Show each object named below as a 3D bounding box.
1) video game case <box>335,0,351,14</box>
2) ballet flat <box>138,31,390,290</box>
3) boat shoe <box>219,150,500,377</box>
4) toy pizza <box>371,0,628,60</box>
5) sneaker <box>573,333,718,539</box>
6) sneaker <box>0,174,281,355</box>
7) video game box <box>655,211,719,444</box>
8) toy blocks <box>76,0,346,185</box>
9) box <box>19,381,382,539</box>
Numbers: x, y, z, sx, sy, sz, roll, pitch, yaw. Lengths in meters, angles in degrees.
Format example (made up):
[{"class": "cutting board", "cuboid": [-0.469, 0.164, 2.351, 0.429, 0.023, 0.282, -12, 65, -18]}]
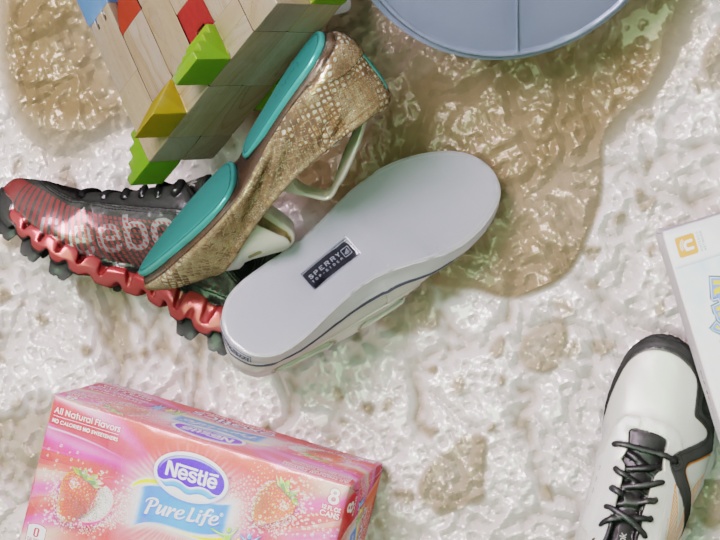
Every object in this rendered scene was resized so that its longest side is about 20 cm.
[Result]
[{"class": "video game case", "cuboid": [-0.099, -0.242, 1.189, 0.181, 0.024, 0.202, -9, 91, 34]}, {"class": "ballet flat", "cuboid": [-0.052, -0.048, 1.119, 0.065, 0.071, 0.200, 33, 117, -17]}, {"class": "boat shoe", "cuboid": [0.000, 0.000, 1.176, 0.199, 0.070, 0.071, -37, 75, -17]}, {"class": "toy pizza", "cuboid": [0.084, -0.216, 1.083, 0.198, 0.032, 0.202, -5, 120, -8]}, {"class": "sneaker", "cuboid": [0.168, 0.138, 1.144, 0.073, 0.080, 0.202, 10, 93, 15]}, {"class": "sneaker", "cuboid": [-0.136, -0.026, 1.212, 0.199, 0.071, 0.099, 23, 98, 9]}, {"class": "video game box", "cuboid": [0.287, 0.045, 1.115, 0.180, 0.047, 0.202, -18, 89, 6]}, {"class": "toy blocks", "cuboid": [-0.096, -0.165, 1.135, 0.200, 0.099, 0.138, -44, 63, 40]}, {"class": "box", "cuboid": [-0.098, 0.146, 1.198, 0.198, 0.095, 0.104, 16, 95, 12]}]
